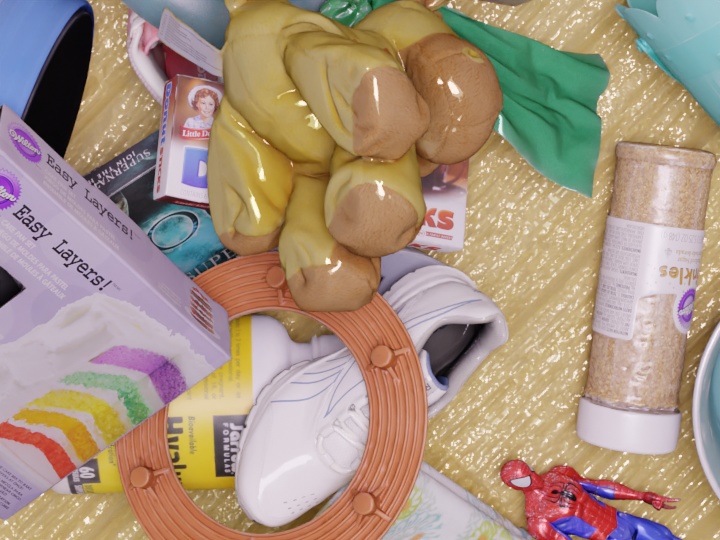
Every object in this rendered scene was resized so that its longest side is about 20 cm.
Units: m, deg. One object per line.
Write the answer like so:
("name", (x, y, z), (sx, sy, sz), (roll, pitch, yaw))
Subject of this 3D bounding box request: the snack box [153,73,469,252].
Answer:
("snack box", (-0.025, -0.061, 0.978), (0.199, 0.024, 0.072), (9, 81, -28))

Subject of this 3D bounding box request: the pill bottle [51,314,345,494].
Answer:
("pill bottle", (-0.101, 0.085, 1.054), (0.199, 0.111, 0.112), (-2, 97, -3))

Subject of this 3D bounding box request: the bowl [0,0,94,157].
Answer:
("bowl", (-0.208, -0.078, 0.984), (0.039, 0.201, 0.201), (19, 95, -2))

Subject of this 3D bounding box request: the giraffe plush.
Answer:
("giraffe plush", (0.005, -0.092, 0.917), (0.200, 0.162, 0.173), (54, 136, 25))

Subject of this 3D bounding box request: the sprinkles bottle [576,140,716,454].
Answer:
("sprinkles bottle", (0.188, 0.017, 1.083), (0.068, 0.068, 0.201), (6, 96, -4))

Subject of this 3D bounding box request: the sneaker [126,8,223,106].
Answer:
("sneaker", (-0.114, -0.184, 1.027), (0.075, 0.105, 0.201), (-11, 96, 2))

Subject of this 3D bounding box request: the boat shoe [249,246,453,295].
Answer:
("boat shoe", (0.000, 0.000, 1.059), (0.200, 0.065, 0.074), (34, 94, -37))

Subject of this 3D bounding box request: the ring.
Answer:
("ring", (-0.057, 0.086, 0.951), (0.199, 0.019, 0.201), (-4, 77, 20))

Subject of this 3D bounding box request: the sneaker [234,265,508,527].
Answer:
("sneaker", (0.005, 0.075, 0.974), (0.200, 0.087, 0.075), (-46, 111, -9))

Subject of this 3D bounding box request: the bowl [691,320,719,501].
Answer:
("bowl", (0.303, 0.080, 1.077), (0.200, 0.105, 0.202), (0, 96, -4))

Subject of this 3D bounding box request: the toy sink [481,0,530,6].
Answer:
("toy sink", (0.077, -0.273, 1.014), (0.111, 0.130, 0.201), (9, 95, -4))

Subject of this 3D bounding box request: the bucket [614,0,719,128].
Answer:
("bucket", (0.275, -0.168, 1.005), (0.207, 0.207, 0.135), (-37, 99, 1))

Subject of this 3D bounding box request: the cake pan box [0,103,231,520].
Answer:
("cake pan box", (-0.202, 0.028, 0.914), (0.184, 0.052, 0.200), (-35, 123, 13))

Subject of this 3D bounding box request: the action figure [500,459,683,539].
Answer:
("action figure", (0.181, 0.181, 1.106), (0.199, 0.052, 0.066), (29, 63, -4))

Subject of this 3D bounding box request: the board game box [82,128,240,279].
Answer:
("board game box", (-0.080, -0.055, 1.037), (0.200, 0.135, 0.028), (-33, 55, 1))

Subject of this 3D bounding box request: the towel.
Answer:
("towel", (0.019, 0.213, 1.059), (0.171, 0.048, 0.200), (-47, 136, 4))

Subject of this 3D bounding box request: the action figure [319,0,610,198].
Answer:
("action figure", (0.063, -0.126, 1.037), (0.199, 0.055, 0.119), (24, 50, -22))

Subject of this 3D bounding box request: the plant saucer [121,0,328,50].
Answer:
("plant saucer", (-0.087, -0.228, 1.002), (0.199, 0.027, 0.201), (12, 66, -29))
